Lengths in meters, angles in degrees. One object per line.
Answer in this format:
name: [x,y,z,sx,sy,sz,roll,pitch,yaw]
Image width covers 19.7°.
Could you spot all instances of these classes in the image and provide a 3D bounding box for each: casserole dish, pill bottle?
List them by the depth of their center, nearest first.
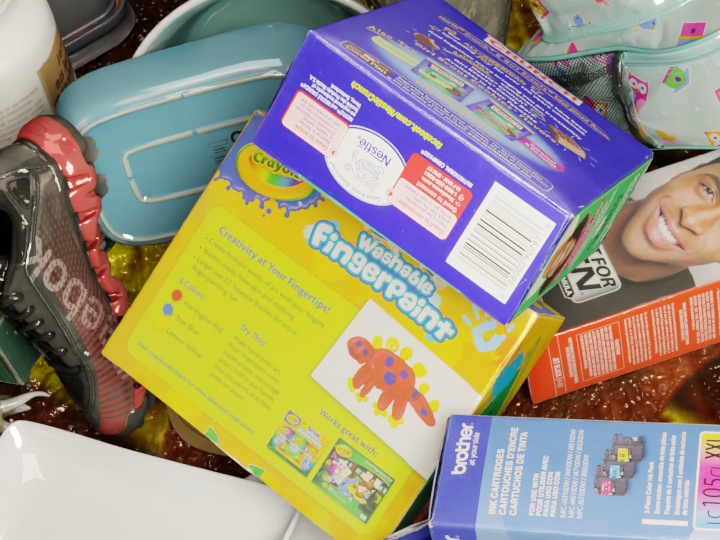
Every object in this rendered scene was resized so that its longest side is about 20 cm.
casserole dish: [-0.093,-0.075,1.257,0.198,0.122,0.039,-14,30,6]
pill bottle: [-0.249,-0.133,1.360,0.113,0.201,0.115,-6,50,7]

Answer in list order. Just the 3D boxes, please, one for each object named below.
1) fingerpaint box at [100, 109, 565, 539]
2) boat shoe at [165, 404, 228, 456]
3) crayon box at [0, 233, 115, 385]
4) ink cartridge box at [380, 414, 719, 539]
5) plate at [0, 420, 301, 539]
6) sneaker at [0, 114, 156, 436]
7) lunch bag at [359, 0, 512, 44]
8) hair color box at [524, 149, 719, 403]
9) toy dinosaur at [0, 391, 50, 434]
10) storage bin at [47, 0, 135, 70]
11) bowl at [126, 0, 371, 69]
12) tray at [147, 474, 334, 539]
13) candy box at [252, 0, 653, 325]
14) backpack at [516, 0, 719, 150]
fingerpaint box: [-0.015,0.037,1.158,0.199,0.073,0.168,35,98,17]
boat shoe: [-0.018,0.061,1.241,0.198,0.071,0.069,-13,14,16]
crayon box: [-0.272,0.000,1.335,0.198,0.051,0.127,6,51,32]
ink cartridge box: [0.113,0.146,1.086,0.198,0.137,0.077,3,48,15]
plate: [-0.153,0.190,1.153,0.198,0.032,0.201,12,55,21]
sneaker: [-0.185,0.015,1.229,0.098,0.202,0.071,-29,23,-34]
lunch bag: [0.047,-0.211,1.378,0.116,0.165,0.201,2,51,8]
hair color box: [0.178,-0.003,1.244,0.198,0.062,0.102,-18,48,-3]
toy dinosaur: [-0.283,0.125,1.238,0.102,0.077,0.201,11,51,31]
storage bin: [-0.282,-0.210,1.476,0.199,0.135,0.146,-30,51,-13]
bowl: [-0.053,-0.108,1.320,0.199,0.202,0.105,-10,28,5]
tray: [-0.091,0.192,1.172,0.199,0.022,0.107,-32,50,-13]
candy box: [0.057,-0.067,1.132,0.169,0.077,0.200,36,23,10]
backpack: [0.210,-0.158,1.267,0.199,0.154,0.176,12,46,47]
